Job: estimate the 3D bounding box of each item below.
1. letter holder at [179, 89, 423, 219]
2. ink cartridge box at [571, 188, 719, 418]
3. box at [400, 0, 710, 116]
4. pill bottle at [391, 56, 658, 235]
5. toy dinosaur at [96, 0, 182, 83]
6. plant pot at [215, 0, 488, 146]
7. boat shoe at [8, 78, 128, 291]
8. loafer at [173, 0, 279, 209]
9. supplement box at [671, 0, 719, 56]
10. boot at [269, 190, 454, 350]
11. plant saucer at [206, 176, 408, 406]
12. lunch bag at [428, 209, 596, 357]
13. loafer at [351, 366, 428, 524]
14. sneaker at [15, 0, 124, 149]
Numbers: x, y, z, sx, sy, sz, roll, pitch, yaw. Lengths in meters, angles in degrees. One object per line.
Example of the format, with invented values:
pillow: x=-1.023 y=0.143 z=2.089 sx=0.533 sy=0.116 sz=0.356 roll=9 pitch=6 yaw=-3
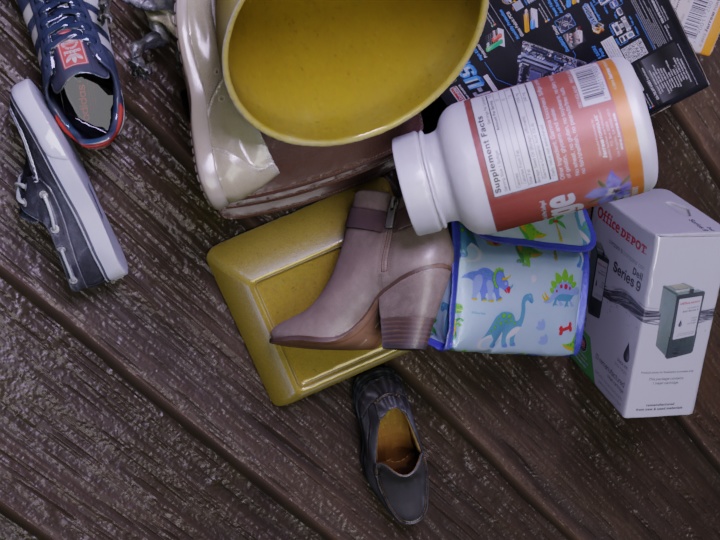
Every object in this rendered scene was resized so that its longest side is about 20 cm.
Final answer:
letter holder: x=-0.047 y=-0.115 z=0.890 sx=0.198 sy=0.101 sz=0.143 roll=-18 pitch=117 yaw=-6
ink cartridge box: x=0.295 y=0.029 z=1.012 sx=0.083 sy=0.146 sz=0.202 roll=-1 pitch=112 yaw=-12
box: x=0.164 y=-0.185 z=0.817 sx=0.198 sy=0.050 sz=0.200 roll=-27 pitch=132 yaw=22
pill bottle: x=0.131 y=-0.094 z=0.793 sx=0.198 sy=0.112 sz=0.113 roll=-15 pitch=116 yaw=10
toy dinosaur: x=-0.179 y=-0.221 z=0.829 sx=0.200 sy=0.047 sz=0.088 roll=48 pitch=60 yaw=-19
plant pot: x=-0.024 y=-0.214 z=0.716 sx=0.198 sy=0.143 sz=0.201 roll=-16 pitch=145 yaw=-12
boat shoe: x=-0.277 y=-0.070 z=0.869 sx=0.067 sy=0.072 sz=0.201 roll=-22 pitch=123 yaw=-6
loafer: x=-0.106 y=-0.149 z=0.778 sx=0.068 sy=0.076 sz=0.202 roll=-8 pitch=83 yaw=-4
supplement box: x=0.218 y=-0.264 z=0.879 sx=0.198 sy=0.126 sz=0.074 roll=11 pitch=111 yaw=-18
boot: x=0.000 y=0.000 z=0.903 sx=0.070 sy=0.199 sz=0.148 roll=13 pitch=77 yaw=-56
plant saucer: x=-0.029 y=0.034 z=0.985 sx=0.199 sy=0.048 sz=0.201 roll=-23 pitch=116 yaw=-4
lunch bag: x=0.135 y=-0.020 z=0.954 sx=0.169 sy=0.127 sz=0.202 roll=6 pitch=89 yaw=-30
loafer: x=0.037 y=0.206 z=1.061 sx=0.072 sy=0.072 sz=0.201 roll=-21 pitch=117 yaw=-6
sneaker: x=-0.244 y=-0.196 z=0.812 sx=0.074 sy=0.085 sz=0.201 roll=-19 pitch=115 yaw=-6
